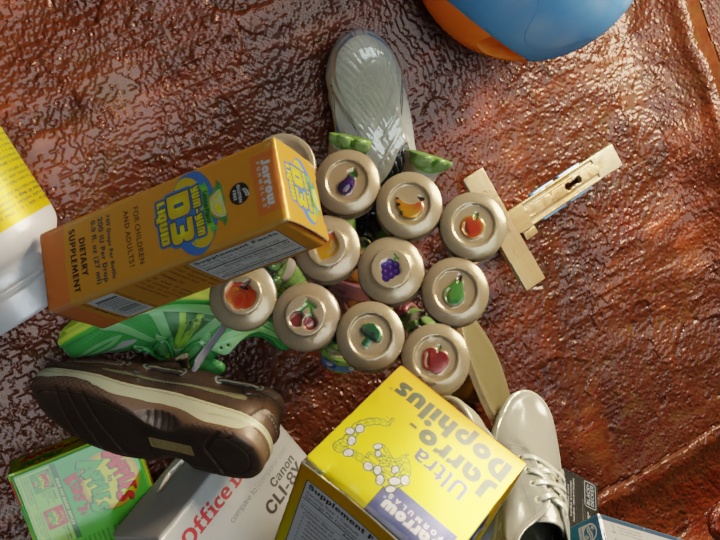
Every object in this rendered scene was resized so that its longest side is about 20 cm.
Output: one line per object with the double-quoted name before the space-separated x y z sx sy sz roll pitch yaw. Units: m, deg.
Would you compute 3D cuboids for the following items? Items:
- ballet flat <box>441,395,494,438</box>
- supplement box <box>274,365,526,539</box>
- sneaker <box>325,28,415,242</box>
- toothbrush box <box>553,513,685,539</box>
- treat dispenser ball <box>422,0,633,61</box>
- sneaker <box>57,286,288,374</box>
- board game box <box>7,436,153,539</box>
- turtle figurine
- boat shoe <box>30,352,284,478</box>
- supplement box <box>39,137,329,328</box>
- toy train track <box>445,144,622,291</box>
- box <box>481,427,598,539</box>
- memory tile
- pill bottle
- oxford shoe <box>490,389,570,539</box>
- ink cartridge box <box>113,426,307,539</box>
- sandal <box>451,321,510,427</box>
"ballet flat" 0.072 0.159 0.724 0.068 0.070 0.202 -3 134 -16
"supplement box" 0.013 0.185 0.656 0.108 0.201 0.109 36 47 16
"sneaker" 0.013 -0.106 0.820 0.071 0.073 0.203 -6 110 2
"toothbrush box" 0.185 0.295 0.810 0.145 0.200 0.086 21 44 -29
"treat dispenser ball" 0.136 -0.272 0.770 0.198 0.201 0.204 -1 94 -16
"sneaker" -0.144 0.051 0.777 0.197 0.074 0.085 -8 92 -16
"board game box" -0.204 0.234 0.785 0.100 0.048 0.203 -20 99 -15
"turtle figurine" 0.000 0.000 0.737 0.199 0.143 0.197 -4 109 -60
"boat shoe" -0.152 0.101 0.735 0.200 0.075 0.075 14 132 14
"supplement box" -0.126 -0.023 0.672 0.198 0.069 0.067 -20 70 16
"toy train track" 0.158 -0.057 0.883 0.199 0.032 0.116 -32 95 -18
"box" 0.095 0.196 0.832 0.199 0.117 0.061 30 42 -16
"memory tile" -0.001 -0.007 0.693 0.197 0.017 0.155 17 80 6
"pill bottle" -0.299 -0.053 0.704 0.112 0.112 0.201 -33 101 -12
"oxford shoe" 0.138 0.179 0.752 0.075 0.058 0.202 27 46 -15
"ink cartridge box" -0.078 0.233 0.770 0.201 0.083 0.145 52 50 -16
"sandal" 0.108 0.136 0.861 0.069 0.078 0.213 -21 118 24
